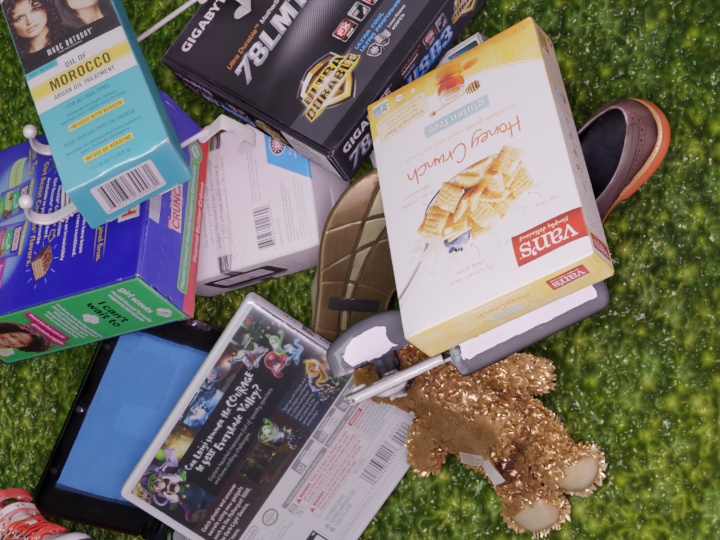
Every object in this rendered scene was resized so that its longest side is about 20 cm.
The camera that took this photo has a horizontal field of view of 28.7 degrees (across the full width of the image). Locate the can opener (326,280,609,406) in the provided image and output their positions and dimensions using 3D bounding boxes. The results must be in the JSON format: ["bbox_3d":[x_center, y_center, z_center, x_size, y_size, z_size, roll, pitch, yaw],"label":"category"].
[{"bbox_3d":[0.071,0.036,0.969,0.198,0.053,0.068,-27,88,8],"label":"can opener"}]

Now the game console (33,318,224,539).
[{"bbox_3d":[-0.145,0.153,1.159,0.171,0.118,0.202,32,103,29],"label":"game console"}]

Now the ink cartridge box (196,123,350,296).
[{"bbox_3d":[-0.106,-0.049,1.177,0.198,0.068,0.118,-15,76,29],"label":"ink cartridge box"}]

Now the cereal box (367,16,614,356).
[{"bbox_3d":[0.082,-0.058,0.959,0.143,0.039,0.202,-26,52,23],"label":"cereal box"}]

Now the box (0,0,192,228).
[{"bbox_3d":[-0.192,-0.133,1.012,0.081,0.049,0.201,-26,57,0],"label":"box"}]

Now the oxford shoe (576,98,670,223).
[{"bbox_3d":[0.135,-0.039,0.990,0.071,0.072,0.201,40,109,24],"label":"oxford shoe"}]

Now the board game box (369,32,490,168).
[{"bbox_3d":[0.084,-0.063,1.084,0.125,0.034,0.202,-29,73,25],"label":"board game box"}]

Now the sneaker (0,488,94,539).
[{"bbox_3d":[-0.297,0.238,1.246,0.201,0.066,0.109,-43,61,49],"label":"sneaker"}]

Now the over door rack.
[{"bbox_3d":[-0.178,-0.135,1.071,0.198,0.067,0.150,-19,55,22],"label":"over door rack"}]

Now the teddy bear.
[{"bbox_3d":[0.091,0.107,1.038,0.198,0.067,0.146,28,131,18],"label":"teddy bear"}]

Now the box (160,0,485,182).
[{"bbox_3d":[-0.028,-0.196,1.111,0.197,0.050,0.201,32,81,30],"label":"box"}]

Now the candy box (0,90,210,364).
[{"bbox_3d":[-0.223,-0.032,1.138,0.198,0.077,0.171,-15,56,30],"label":"candy box"}]

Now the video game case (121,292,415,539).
[{"bbox_3d":[-0.064,0.146,1.114,0.181,0.023,0.201,33,106,-7],"label":"video game case"}]

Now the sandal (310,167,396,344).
[{"bbox_3d":[0.000,0.000,1.096,0.054,0.079,0.202,-99,19,-54],"label":"sandal"}]
